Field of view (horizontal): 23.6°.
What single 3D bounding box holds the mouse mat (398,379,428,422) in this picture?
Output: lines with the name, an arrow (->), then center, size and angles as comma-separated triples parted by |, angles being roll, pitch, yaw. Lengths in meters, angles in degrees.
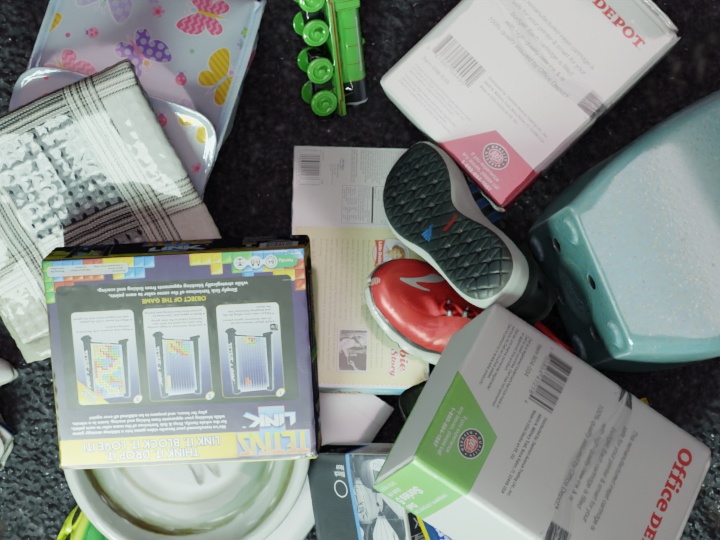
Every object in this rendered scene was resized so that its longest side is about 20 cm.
mouse mat -> 0.135, 0.158, 1.365 | 0.161, 0.008, 0.200 | -22, 77, -28

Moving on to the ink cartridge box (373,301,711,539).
ink cartridge box -> 0.134, 0.143, 1.244 | 0.200, 0.084, 0.146 | 34, 60, -7

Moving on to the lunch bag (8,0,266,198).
lunch bag -> -0.181, -0.141, 1.371 | 0.169, 0.127, 0.200 | 20, 80, -4

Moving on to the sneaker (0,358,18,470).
sneaker -> -0.331, 0.159, 1.407 | 0.087, 0.075, 0.201 | 7, 88, -1

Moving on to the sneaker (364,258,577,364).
sneaker -> 0.099, 0.043, 1.343 | 0.200, 0.085, 0.077 | 30, 63, -11

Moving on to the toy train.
toy train -> -0.026, -0.217, 1.386 | 0.056, 0.042, 0.200 | -14, 118, -13

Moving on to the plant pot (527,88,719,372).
plant pot -> 0.246, -0.020, 1.297 | 0.200, 0.196, 0.197 | -22, 86, -15

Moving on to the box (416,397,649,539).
box -> 0.141, 0.163, 1.325 | 0.200, 0.064, 0.070 | -15, 75, -28

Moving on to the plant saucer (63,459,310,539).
plant saucer -> -0.137, 0.133, 1.375 | 0.200, 0.050, 0.201 | 0, 94, 2

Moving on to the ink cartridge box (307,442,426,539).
ink cartridge box -> 0.016, 0.237, 1.360 | 0.099, 0.039, 0.201 | -6, 97, 41

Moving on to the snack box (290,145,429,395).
snack box -> 0.000, 0.000, 1.399 | 0.116, 0.037, 0.201 | 2, 80, -1

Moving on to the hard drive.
hard drive -> -0.082, 0.157, 1.415 | 0.132, 0.026, 0.200 | 35, 89, 4

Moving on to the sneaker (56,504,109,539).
sneaker -> -0.211, 0.285, 1.402 | 0.083, 0.074, 0.201 | 0, 83, -22

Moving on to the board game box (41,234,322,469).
board game box -> -0.133, 0.062, 1.309 | 0.199, 0.057, 0.166 | -2, 102, 2

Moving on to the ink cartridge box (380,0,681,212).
ink cartridge box -> 0.136, -0.167, 1.391 | 0.200, 0.085, 0.146 | -44, 86, 2

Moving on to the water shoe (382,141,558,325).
water shoe -> 0.081, -0.023, 1.332 | 0.072, 0.200, 0.079 | -45, 130, 12

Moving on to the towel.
towel -> -0.217, -0.038, 1.325 | 0.192, 0.035, 0.200 | -23, 113, 7
